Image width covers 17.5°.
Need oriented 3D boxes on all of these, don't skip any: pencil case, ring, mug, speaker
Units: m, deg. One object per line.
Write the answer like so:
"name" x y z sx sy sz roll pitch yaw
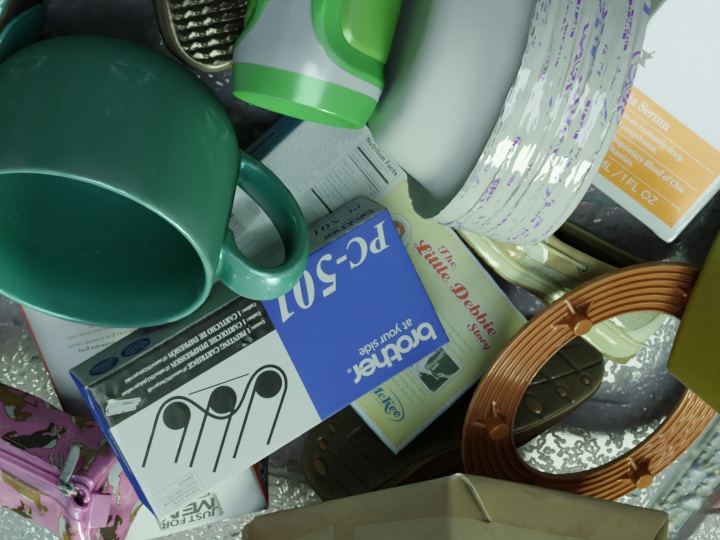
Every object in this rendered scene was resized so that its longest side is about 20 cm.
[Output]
"pencil case" -0.222 0.100 1.393 0.199 0.083 0.087 24 136 16
"ring" 0.153 0.079 1.433 0.200 0.019 0.201 -17 134 -19
"mug" -0.132 -0.049 1.290 0.152 0.115 0.185 -20 137 40
"speaker" -0.008 -0.181 1.240 0.088 0.088 0.201 15 88 -13

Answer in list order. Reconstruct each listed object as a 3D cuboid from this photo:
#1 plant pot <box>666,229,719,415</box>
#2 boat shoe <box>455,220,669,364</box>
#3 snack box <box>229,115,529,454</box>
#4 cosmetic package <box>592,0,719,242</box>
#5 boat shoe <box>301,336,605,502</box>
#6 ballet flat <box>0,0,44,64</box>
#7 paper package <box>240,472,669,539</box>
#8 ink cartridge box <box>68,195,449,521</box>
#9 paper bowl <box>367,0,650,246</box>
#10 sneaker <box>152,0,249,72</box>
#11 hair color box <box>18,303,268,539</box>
"plant pot" 0.317 0.007 1.334 0.199 0.200 0.177 -6 116 -24
"boat shoe" 0.113 -0.020 1.403 0.063 0.073 0.200 -45 117 12
"snack box" 0.000 0.000 1.394 0.116 0.037 0.200 -41 112 -3
"cosmetic package" 0.202 -0.127 1.334 0.101 0.071 0.200 35 112 -10
"boat shoe" 0.061 0.095 1.474 0.199 0.072 0.068 -25 153 1
"ballet flat" -0.204 -0.161 1.302 0.070 0.067 0.201 33 116 9
"paper package" 0.059 0.196 1.425 0.190 0.104 0.200 13 160 -37
"ink cartridge box" -0.056 0.048 1.336 0.200 0.044 0.094 -32 111 -13
"paper bowl" 0.070 -0.121 1.261 0.104 0.201 0.201 14 119 -14
"sneaker" -0.098 -0.209 1.277 0.070 0.076 0.201 -5 99 -12
"hair color box" -0.131 0.065 1.436 0.101 0.061 0.201 -14 120 5
